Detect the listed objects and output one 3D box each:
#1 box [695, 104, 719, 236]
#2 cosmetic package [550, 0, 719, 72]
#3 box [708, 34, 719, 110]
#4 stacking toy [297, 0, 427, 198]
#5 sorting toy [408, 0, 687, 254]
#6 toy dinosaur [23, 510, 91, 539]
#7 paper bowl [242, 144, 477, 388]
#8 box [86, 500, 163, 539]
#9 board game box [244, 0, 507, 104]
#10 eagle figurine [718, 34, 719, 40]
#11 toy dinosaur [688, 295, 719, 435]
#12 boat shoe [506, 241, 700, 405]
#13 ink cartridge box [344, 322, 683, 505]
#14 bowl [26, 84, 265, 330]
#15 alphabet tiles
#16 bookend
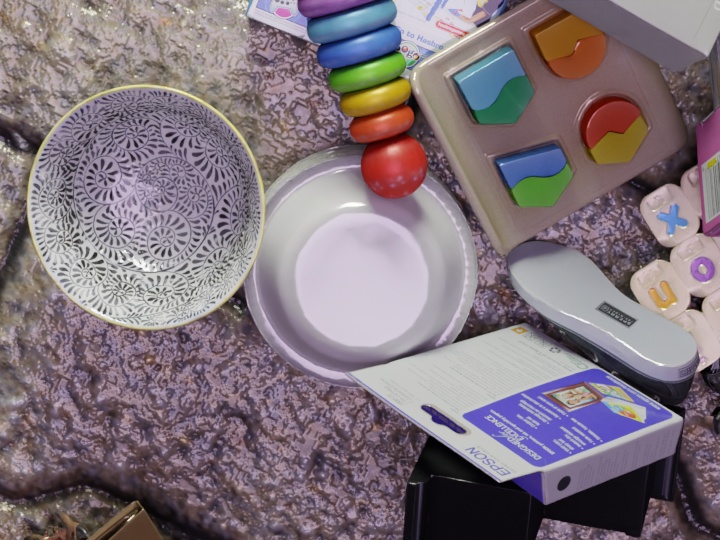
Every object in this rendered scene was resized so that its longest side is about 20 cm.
[{"bbox_3d":[0.384,-0.091,1.542,0.199,0.176,0.097,0,77,-10],"label":"box"},{"bbox_3d":[0.201,-0.252,1.569,0.199,0.090,0.107,26,82,-6],"label":"cosmetic package"},{"bbox_3d":[0.379,-0.141,1.676,0.158,0.048,0.201,-7,102,0],"label":"box"},{"bbox_3d":[0.006,-0.153,1.585,0.085,0.085,0.201,-16,99,2],"label":"stacking toy"},{"bbox_3d":[0.161,-0.133,1.645,0.200,0.036,0.185,-32,114,-6],"label":"sorting toy"},{"bbox_3d":[-0.286,0.292,1.741,0.200,0.086,0.136,-25,93,19],"label":"toy dinosaur"},{"bbox_3d":[0.000,0.000,1.671,0.200,0.104,0.201,-1,102,-2],"label":"paper bowl"},{"bbox_3d":[-0.210,0.314,1.697,0.163,0.021,0.200,-41,131,-19],"label":"box"},{"bbox_3d":[0.031,-0.266,1.639,0.199,0.056,0.196,22,100,-6],"label":"board game box"},{"bbox_3d":[0.404,-0.193,1.594,0.199,0.151,0.152,-8,147,-28],"label":"eagle figurine"},{"bbox_3d":[0.306,0.065,1.712,0.200,0.102,0.136,-36,86,27],"label":"toy dinosaur"},{"bbox_3d":[0.198,0.046,1.668,0.069,0.200,0.057,-32,141,-28],"label":"boat shoe"},{"bbox_3d":[0.121,0.116,1.603,0.199,0.198,0.044,-13,121,-35],"label":"ink cartridge box"},{"bbox_3d":[-0.168,-0.057,1.653,0.200,0.094,0.202,1,99,8],"label":"bowl"},{"bbox_3d":[0.330,-0.005,1.652,0.200,0.015,0.196,-33,82,9],"label":"alphabet tiles"},{"bbox_3d":[0.153,0.180,1.634,0.199,0.199,0.092,9,116,12],"label":"bookend"}]
